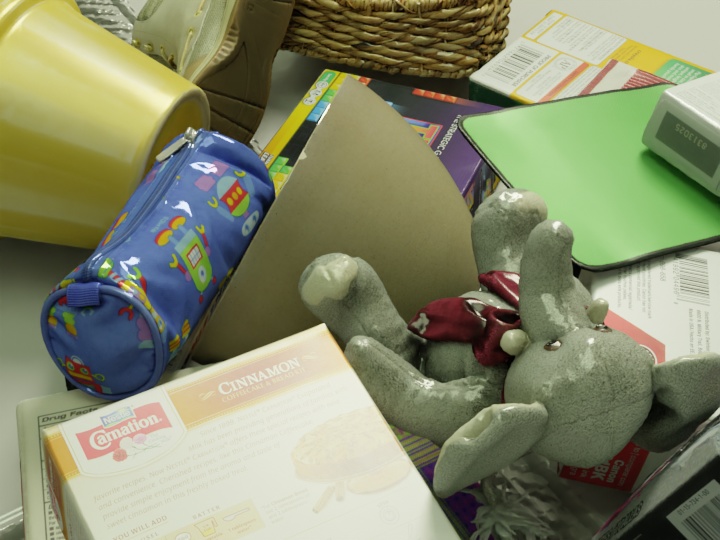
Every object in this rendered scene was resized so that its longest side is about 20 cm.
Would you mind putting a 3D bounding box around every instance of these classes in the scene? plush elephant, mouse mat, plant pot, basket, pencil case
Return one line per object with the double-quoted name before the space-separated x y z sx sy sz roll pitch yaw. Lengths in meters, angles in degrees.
"plush elephant" 0.084 0.045 0.664 0.164 0.155 0.202 -12 80 -29
"mouse mat" 0.180 -0.068 0.872 0.199 0.008 0.161 -13 47 -26
"plant pot" 0.000 0.000 0.821 0.134 0.201 0.201 30 47 -4
"basket" 0.026 -0.255 1.111 0.198 0.150 0.143 12 26 15
"pencil case" -0.116 -0.013 0.788 0.077 0.087 0.200 -7 31 24
"plant pot" -0.220 -0.102 0.962 0.187 0.202 0.201 20 47 9

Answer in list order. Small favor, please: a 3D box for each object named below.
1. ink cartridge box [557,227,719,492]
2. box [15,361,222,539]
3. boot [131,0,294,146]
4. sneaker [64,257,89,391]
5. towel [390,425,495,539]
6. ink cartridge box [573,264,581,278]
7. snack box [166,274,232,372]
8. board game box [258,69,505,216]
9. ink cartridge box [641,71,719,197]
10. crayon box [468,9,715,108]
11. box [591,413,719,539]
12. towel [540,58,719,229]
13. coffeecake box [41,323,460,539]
"ink cartridge box" 0.228 0.068 0.803 0.198 0.084 0.145 11 44 2
"box" -0.113 0.166 0.723 0.127 0.110 0.201 -10 43 -8
"boot" -0.142 -0.168 1.101 0.154 0.072 0.202 9 75 50
"sneaker" -0.163 0.044 0.876 0.071 0.083 0.201 -10 43 -8
"towel" 0.039 0.164 0.703 0.143 0.023 0.200 -19 63 -48
"ink cartridge box" 0.174 -0.044 0.938 0.094 0.037 0.200 37 70 24
"snack box" -0.123 -0.001 0.863 0.071 0.024 0.201 21 42 1
"board game box" 0.007 -0.064 1.000 0.164 0.057 0.201 13 46 19
"ink cartridge box" 0.310 -0.082 0.894 0.199 0.050 0.162 -18 49 -43
"crayon box" 0.202 -0.131 1.062 0.199 0.052 0.126 28 52 30
"box" 0.201 0.138 0.644 0.132 0.200 0.115 44 56 12
"towel" 0.236 -0.074 0.914 0.199 0.023 0.144 28 43 17
"coffeecake box" -0.039 0.142 0.609 0.153 0.073 0.201 -20 57 -23
